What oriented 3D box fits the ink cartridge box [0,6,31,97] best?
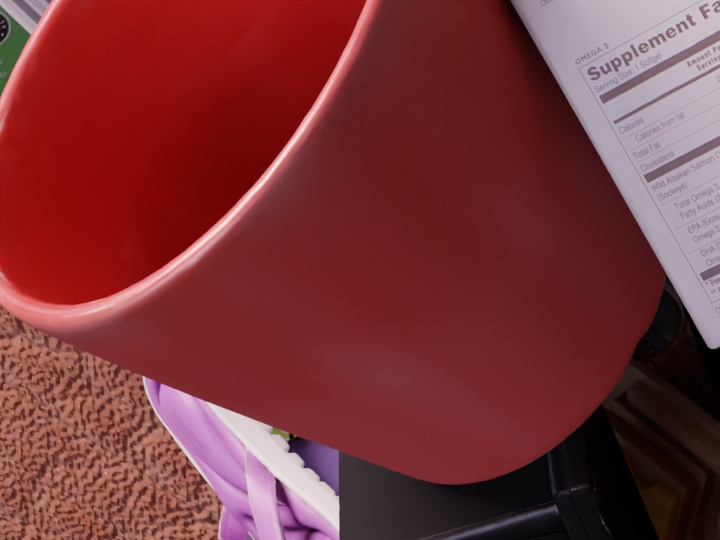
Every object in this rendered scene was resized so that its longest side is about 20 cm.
[{"bbox_3d":[-0.109,-0.168,0.842,0.084,0.146,0.201,47,115,36],"label":"ink cartridge box"}]

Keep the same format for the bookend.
[{"bbox_3d":[0.022,0.146,0.811,0.198,0.092,0.201,-17,125,11],"label":"bookend"}]

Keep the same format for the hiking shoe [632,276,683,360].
[{"bbox_3d":[0.080,-0.008,0.851,0.074,0.087,0.200,27,165,-21],"label":"hiking shoe"}]

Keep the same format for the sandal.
[{"bbox_3d":[-0.046,0.115,0.942,0.203,0.050,0.083,46,149,31],"label":"sandal"}]

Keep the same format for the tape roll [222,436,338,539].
[{"bbox_3d":[0.021,0.165,1.009,0.200,0.085,0.201,43,145,40],"label":"tape roll"}]

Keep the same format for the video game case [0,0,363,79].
[{"bbox_3d":[-0.032,-0.114,0.769,0.181,0.023,0.200,-33,119,25],"label":"video game case"}]

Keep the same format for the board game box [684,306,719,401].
[{"bbox_3d":[0.193,0.021,0.837,0.135,0.028,0.201,-9,110,47],"label":"board game box"}]

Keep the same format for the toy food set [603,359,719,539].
[{"bbox_3d":[0.138,0.137,0.914,0.200,0.060,0.144,39,145,29],"label":"toy food set"}]

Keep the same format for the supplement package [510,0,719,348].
[{"bbox_3d":[0.140,-0.113,0.677,0.150,0.152,0.201,-28,96,26],"label":"supplement package"}]

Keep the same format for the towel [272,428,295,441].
[{"bbox_3d":[-0.083,0.002,1.078,0.086,0.018,0.201,5,119,39],"label":"towel"}]

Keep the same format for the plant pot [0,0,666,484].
[{"bbox_3d":[-0.003,-0.028,0.710,0.200,0.201,0.177,-9,144,45],"label":"plant pot"}]
